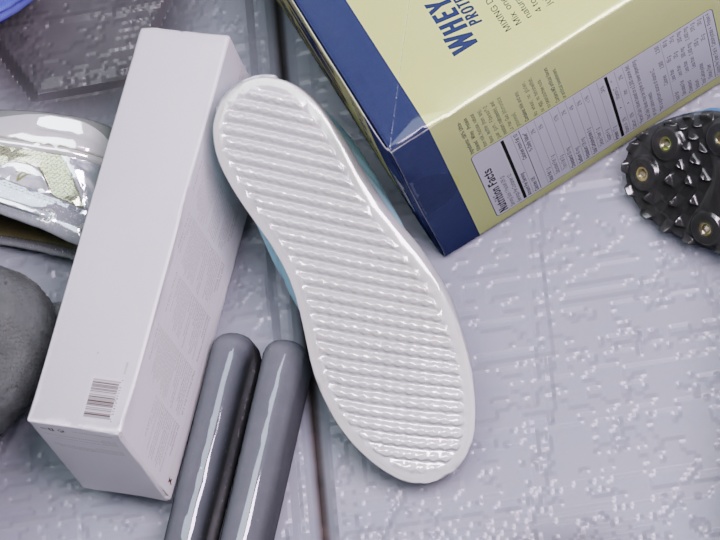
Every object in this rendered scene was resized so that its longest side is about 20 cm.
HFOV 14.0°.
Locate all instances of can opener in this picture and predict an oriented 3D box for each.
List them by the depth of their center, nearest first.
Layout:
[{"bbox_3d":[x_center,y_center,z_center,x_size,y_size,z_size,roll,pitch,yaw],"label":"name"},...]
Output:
[{"bbox_3d":[-0.066,0.122,1.320,0.052,0.067,0.201,8,68,17],"label":"can opener"}]

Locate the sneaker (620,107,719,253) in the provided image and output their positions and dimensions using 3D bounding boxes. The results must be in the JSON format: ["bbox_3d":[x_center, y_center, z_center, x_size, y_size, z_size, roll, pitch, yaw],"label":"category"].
[{"bbox_3d":[0.217,-0.049,1.323,0.199,0.072,0.072,-5,98,23],"label":"sneaker"}]

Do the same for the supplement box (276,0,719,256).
[{"bbox_3d":[0.061,-0.155,1.350,0.199,0.134,0.201,-32,66,0],"label":"supplement box"}]

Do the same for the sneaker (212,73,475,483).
[{"bbox_3d":[0.000,0.000,1.347,0.074,0.082,0.201,-24,91,9],"label":"sneaker"}]

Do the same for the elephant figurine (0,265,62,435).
[{"bbox_3d":[-0.227,0.084,1.333,0.154,0.142,0.201,1,63,28],"label":"elephant figurine"}]

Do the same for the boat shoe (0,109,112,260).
[{"bbox_3d":[-0.209,-0.038,1.404,0.200,0.075,0.065,3,66,7],"label":"boat shoe"}]

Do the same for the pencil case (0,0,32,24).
[{"bbox_3d":[-0.226,-0.198,1.425,0.078,0.087,0.201,-27,96,14],"label":"pencil case"}]

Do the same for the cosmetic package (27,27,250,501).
[{"bbox_3d":[-0.095,-0.004,1.349,0.050,0.083,0.201,6,66,19],"label":"cosmetic package"}]
